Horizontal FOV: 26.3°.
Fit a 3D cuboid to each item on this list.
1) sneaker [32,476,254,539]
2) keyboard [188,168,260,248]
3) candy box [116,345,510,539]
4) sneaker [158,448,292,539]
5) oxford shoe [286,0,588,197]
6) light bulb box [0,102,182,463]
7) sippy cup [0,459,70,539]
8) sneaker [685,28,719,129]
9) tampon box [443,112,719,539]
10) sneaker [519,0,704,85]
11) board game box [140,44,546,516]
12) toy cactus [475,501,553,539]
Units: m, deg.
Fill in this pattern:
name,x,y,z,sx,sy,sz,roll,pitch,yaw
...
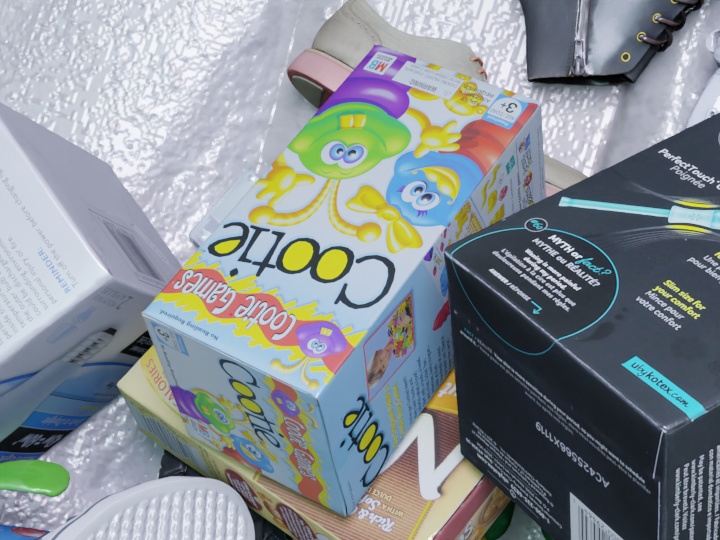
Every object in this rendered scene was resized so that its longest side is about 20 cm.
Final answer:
name,x,y,z,sx,sy,sz,roll,pitch,yaw
sneaker,-0.147,0.163,0.767,0.079,0.200,0.079,-17,97,51
keyboard,-0.013,0.025,0.900,0.200,0.011,0.056,43,86,11
candy box,-0.017,0.079,0.814,0.200,0.055,0.116,30,66,27
sneaker,-0.072,0.153,0.867,0.073,0.082,0.201,0,64,19
oxford shoe,0.058,-0.091,0.872,0.199,0.071,0.074,31,79,8
light bulb box,-0.213,0.028,0.834,0.200,0.198,0.125,-38,77,4
sippy cup,-0.177,0.200,0.850,0.130,0.178,0.140,-1,55,-2
sneaker,0.238,-0.045,0.831,0.114,0.075,0.201,0,85,23
tampon box,0.162,0.034,0.703,0.199,0.127,0.150,-26,42,-23
sneaker,0.185,-0.162,0.863,0.199,0.075,0.107,-6,87,18
board game box,0.000,0.000,0.769,0.103,0.105,0.200,23,58,25
toy cactus,0.114,0.118,0.839,0.199,0.102,0.166,-22,62,9
